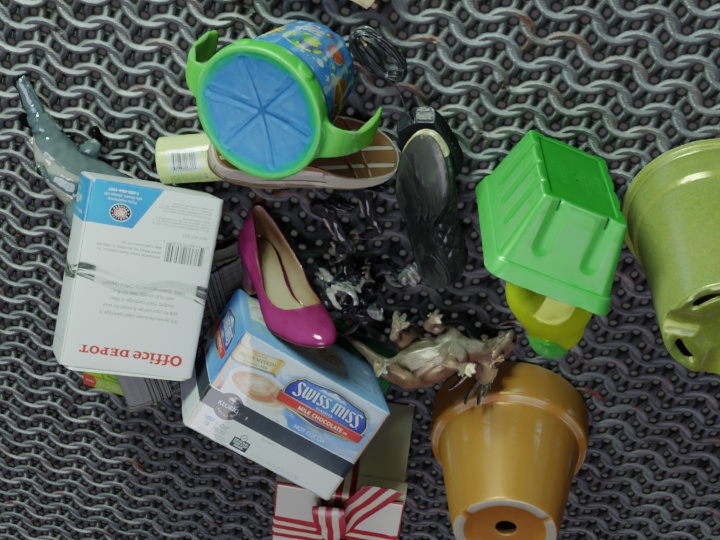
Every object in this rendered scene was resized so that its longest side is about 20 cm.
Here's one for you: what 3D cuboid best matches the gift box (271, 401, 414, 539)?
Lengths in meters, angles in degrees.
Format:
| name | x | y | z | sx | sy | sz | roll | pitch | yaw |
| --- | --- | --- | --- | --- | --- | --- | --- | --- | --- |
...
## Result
| name | x | y | z | sx | sy | sz | roll | pitch | yaw |
| --- | --- | --- | --- | --- | --- | --- | --- | --- | --- |
| gift box | -0.009 | 0.277 | 1.594 | 0.198 | 0.188 | 0.186 | 6 | 133 | 6 |

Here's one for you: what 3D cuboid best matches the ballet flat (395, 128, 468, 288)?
| name | x | y | z | sx | sy | sz | roll | pitch | yaw |
| --- | --- | --- | --- | --- | --- | --- | --- | --- | --- |
| ballet flat | 0.077 | -0.068 | 1.329 | 0.066 | 0.057 | 0.201 | 13 | 135 | 24 |

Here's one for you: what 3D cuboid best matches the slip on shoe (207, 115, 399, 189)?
| name | x | y | z | sx | sy | sz | roll | pitch | yaw |
| --- | --- | --- | --- | --- | --- | --- | --- | --- | --- |
| slip on shoe | -0.061 | -0.115 | 1.303 | 0.198 | 0.077 | 0.061 | -4 | 164 | -15 |

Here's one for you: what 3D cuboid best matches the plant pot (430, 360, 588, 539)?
| name | x | y | z | sx | sy | sz | roll | pitch | yaw |
| --- | --- | --- | --- | --- | --- | --- | --- | --- | --- |
| plant pot | 0.179 | 0.246 | 1.534 | 0.198 | 0.184 | 0.201 | 5 | 133 | 6 |

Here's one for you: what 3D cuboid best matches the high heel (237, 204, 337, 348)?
| name | x | y | z | sx | sy | sz | roll | pitch | yaw |
| --- | --- | --- | --- | --- | --- | --- | --- | --- | --- |
| high heel | -0.083 | 0.007 | 1.369 | 0.067 | 0.200 | 0.097 | -13 | 122 | -32 |

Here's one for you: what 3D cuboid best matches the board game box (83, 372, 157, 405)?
| name | x | y | z | sx | sy | sz | roll | pitch | yaw |
| --- | --- | --- | --- | --- | --- | --- | --- | --- | --- |
| board game box | -0.285 | 0.066 | 1.529 | 0.101 | 0.048 | 0.201 | 15 | 129 | 8 |

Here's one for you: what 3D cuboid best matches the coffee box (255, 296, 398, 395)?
| name | x | y | z | sx | sy | sz | roll | pitch | yaw |
| --- | --- | --- | --- | --- | --- | --- | --- | --- | --- |
| coffee box | -0.054 | 0.102 | 1.512 | 0.199 | 0.044 | 0.123 | 27 | 108 | -18 |

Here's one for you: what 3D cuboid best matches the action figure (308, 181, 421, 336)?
| name | x | y | z | sx | sy | sz | roll | pitch | yaw |
| --- | --- | --- | --- | --- | --- | --- | --- | --- | --- |
| action figure | 0.000 | 0.000 | 1.393 | 0.118 | 0.102 | 0.201 | -28 | 129 | -26 |

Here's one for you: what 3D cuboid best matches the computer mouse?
| name | x | y | z | sx | sy | sz | roll | pitch | yaw |
| --- | --- | --- | --- | --- | --- | --- | --- | --- | --- |
| computer mouse | 0.049 | -0.172 | 1.285 | 0.058 | 0.034 | 0.201 | -11 | 128 | 32 |

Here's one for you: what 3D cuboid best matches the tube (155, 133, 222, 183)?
| name | x | y | z | sx | sy | sz | roll | pitch | yaw |
| --- | --- | --- | --- | --- | --- | --- | --- | --- | --- |
| tube | -0.119 | -0.125 | 1.350 | 0.198 | 0.052 | 0.058 | -4 | 171 | 7 |

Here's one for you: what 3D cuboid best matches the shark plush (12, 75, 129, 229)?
| name | x | y | z | sx | sy | sz | roll | pitch | yaw |
| --- | --- | --- | --- | --- | --- | --- | --- | --- | --- |
| shark plush | -0.314 | -0.131 | 1.390 | 0.083 | 0.091 | 0.201 | -30 | 101 | 9 |

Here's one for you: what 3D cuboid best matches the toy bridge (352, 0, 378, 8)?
| name | x | y | z | sx | sy | sz | roll | pitch | yaw |
| --- | --- | --- | --- | --- | --- | --- | --- | --- | --- |
| toy bridge | -0.067 | -0.304 | 1.189 | 0.199 | 0.027 | 0.067 | 30 | 132 | -17 |

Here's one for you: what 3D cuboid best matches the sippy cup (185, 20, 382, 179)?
| name | x | y | z | sx | sy | sz | roll | pitch | yaw |
| --- | --- | --- | --- | --- | --- | --- | --- | --- | --- |
| sippy cup | -0.072 | -0.178 | 1.221 | 0.139 | 0.130 | 0.178 | -28 | 105 | 37 |

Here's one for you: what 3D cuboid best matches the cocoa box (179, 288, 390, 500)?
| name | x | y | z | sx | sy | sz | roll | pitch | yaw |
| --- | --- | --- | --- | --- | --- | --- | --- | --- | --- |
| cocoa box | -0.088 | 0.139 | 1.424 | 0.199 | 0.134 | 0.132 | 31 | 103 | -19 |

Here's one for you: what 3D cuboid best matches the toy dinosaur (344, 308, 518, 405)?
| name | x | y | z | sx | sy | sz | roll | pitch | yaw |
| --- | --- | --- | --- | --- | --- | --- | --- | --- | --- |
| toy dinosaur | 0.084 | 0.109 | 1.473 | 0.198 | 0.087 | 0.136 | -5 | 156 | 13 |

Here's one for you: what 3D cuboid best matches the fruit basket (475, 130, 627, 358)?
| name | x | y | z | sx | sy | sz | roll | pitch | yaw |
| --- | --- | --- | --- | --- | --- | --- | --- | --- | --- |
| fruit basket | 0.188 | -0.011 | 1.289 | 0.154 | 0.217 | 0.216 | 20 | 132 | -9 |

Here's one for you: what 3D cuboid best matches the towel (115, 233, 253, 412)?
| name | x | y | z | sx | sy | sz | roll | pitch | yaw |
| --- | --- | --- | --- | --- | --- | --- | --- | --- | --- |
| towel | -0.209 | 0.067 | 1.477 | 0.191 | 0.035 | 0.201 | -23 | 135 | -15 |

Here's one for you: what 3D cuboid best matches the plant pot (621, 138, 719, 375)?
| name | x | y | z | sx | sy | sz | roll | pitch | yaw |
| --- | --- | --- | --- | --- | --- | --- | --- | --- | --- |
| plant pot | 0.370 | 0.001 | 1.280 | 0.198 | 0.185 | 0.201 | 5 | 133 | 5 |

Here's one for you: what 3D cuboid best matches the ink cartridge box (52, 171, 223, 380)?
| name | x | y | z | sx | sy | sz | roll | pitch | yaw |
| --- | --- | --- | --- | --- | --- | --- | --- | --- | --- |
| ink cartridge box | -0.242 | 0.006 | 1.351 | 0.145 | 0.086 | 0.202 | 9 | 98 | -24 |
